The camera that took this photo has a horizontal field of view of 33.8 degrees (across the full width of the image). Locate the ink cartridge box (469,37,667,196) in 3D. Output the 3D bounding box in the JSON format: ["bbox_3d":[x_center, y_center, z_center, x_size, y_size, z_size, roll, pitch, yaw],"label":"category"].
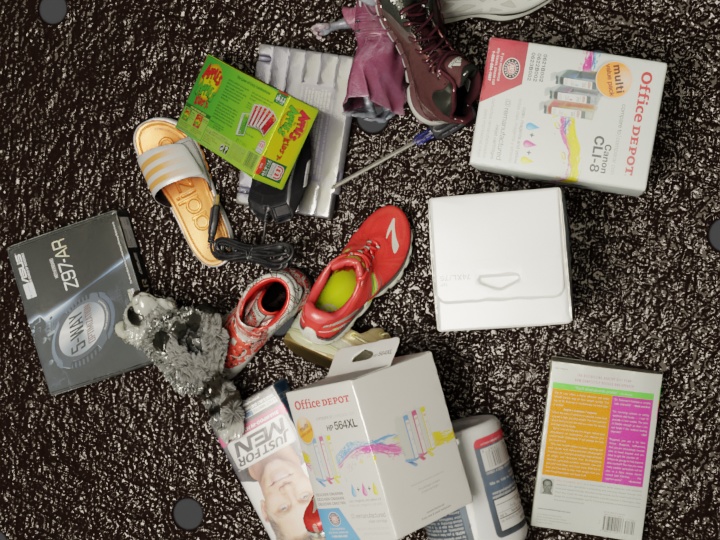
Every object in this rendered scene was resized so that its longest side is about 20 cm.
[{"bbox_3d":[0.238,-0.172,1.350,0.198,0.145,0.147,10,93,9],"label":"ink cartridge box"}]

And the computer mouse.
[{"bbox_3d":[-0.120,-0.099,1.443,0.139,0.046,0.202,1,83,34],"label":"computer mouse"}]

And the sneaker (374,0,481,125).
[{"bbox_3d":[0.086,-0.251,1.302,0.075,0.115,0.201,-30,115,-17],"label":"sneaker"}]

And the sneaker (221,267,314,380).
[{"bbox_3d":[-0.146,0.072,1.450,0.201,0.108,0.067,-42,84,10],"label":"sneaker"}]

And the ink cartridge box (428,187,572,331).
[{"bbox_3d":[0.164,-0.013,1.341,0.145,0.200,0.147,-4,91,10],"label":"ink cartridge box"}]

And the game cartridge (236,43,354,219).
[{"bbox_3d":[-0.077,-0.172,1.467,0.128,0.038,0.202,10,94,6],"label":"game cartridge"}]

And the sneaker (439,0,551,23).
[{"bbox_3d":[0.143,-0.332,1.377,0.199,0.115,0.076,-11,90,11],"label":"sneaker"}]

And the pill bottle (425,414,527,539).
[{"bbox_3d":[0.131,0.282,1.399,0.119,0.120,0.202,-15,89,11],"label":"pill bottle"}]

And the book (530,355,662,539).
[{"bbox_3d":[0.280,0.212,1.407,0.132,0.048,0.202,8,94,8],"label":"book"}]

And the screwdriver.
[{"bbox_3d":[0.052,-0.148,1.440,0.199,0.029,0.028,-30,84,8],"label":"screwdriver"}]

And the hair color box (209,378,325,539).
[{"bbox_3d":[-0.094,0.247,1.470,0.100,0.061,0.201,-30,87,11],"label":"hair color box"}]

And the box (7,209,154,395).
[{"bbox_3d":[-0.348,0.041,1.520,0.159,0.044,0.202,-17,89,10],"label":"box"}]

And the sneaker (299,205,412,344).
[{"bbox_3d":[0.000,0.000,1.400,0.077,0.085,0.201,31,68,11],"label":"sneaker"}]

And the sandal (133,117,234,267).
[{"bbox_3d":[-0.220,-0.101,1.482,0.079,0.059,0.208,-30,86,10],"label":"sandal"}]

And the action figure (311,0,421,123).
[{"bbox_3d":[0.024,-0.275,1.375,0.148,0.134,0.202,3,93,-13],"label":"action figure"}]

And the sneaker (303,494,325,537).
[{"bbox_3d":[-0.020,0.222,1.400,0.077,0.201,0.085,-6,130,41],"label":"sneaker"}]

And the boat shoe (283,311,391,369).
[{"bbox_3d":[0.007,0.099,1.441,0.199,0.074,0.067,24,72,3],"label":"boat shoe"}]

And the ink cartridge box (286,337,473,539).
[{"bbox_3d":[0.016,0.183,1.311,0.128,0.125,0.202,-17,89,49],"label":"ink cartridge box"}]

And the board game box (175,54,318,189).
[{"bbox_3d":[-0.139,-0.180,1.413,0.200,0.047,0.102,34,100,48],"label":"board game box"}]

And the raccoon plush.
[{"bbox_3d":[-0.227,0.117,1.437,0.133,0.096,0.202,2,107,50],"label":"raccoon plush"}]
